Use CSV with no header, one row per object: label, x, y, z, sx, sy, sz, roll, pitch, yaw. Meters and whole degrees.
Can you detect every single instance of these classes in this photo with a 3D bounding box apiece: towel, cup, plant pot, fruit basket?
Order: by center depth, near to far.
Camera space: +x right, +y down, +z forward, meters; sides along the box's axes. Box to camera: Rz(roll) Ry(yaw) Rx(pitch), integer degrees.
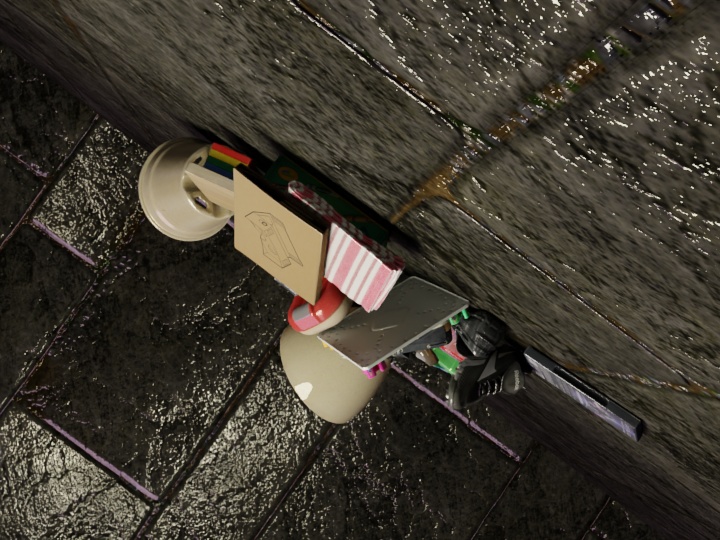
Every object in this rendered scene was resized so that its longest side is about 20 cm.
towel,-0.035,-0.033,1.471,0.199,0.030,0.147,39,150,5
cup,-0.022,0.144,1.810,0.200,0.143,0.201,40,-151,-28
plant pot,-0.294,-0.158,1.926,0.200,0.202,0.183,38,164,-22
fruit basket,0.204,0.174,2.019,0.199,0.094,0.185,35,176,-20

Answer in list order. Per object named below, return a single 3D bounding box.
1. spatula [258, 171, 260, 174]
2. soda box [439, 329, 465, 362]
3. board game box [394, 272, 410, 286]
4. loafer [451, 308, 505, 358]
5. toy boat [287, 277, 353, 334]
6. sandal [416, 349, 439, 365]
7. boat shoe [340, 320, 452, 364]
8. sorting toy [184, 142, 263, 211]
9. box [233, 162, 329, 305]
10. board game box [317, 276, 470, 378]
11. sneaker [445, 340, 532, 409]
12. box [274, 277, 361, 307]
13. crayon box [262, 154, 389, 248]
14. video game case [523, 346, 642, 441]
spatula,-0.121,-0.125,1.857,0.199,0.021,0.057,34,-172,-2
soda box,0.157,0.106,1.808,0.063,0.070,0.199,42,173,-40
board game box,0.000,0.000,1.829,0.199,0.095,0.030,36,134,29
loafer,0.174,0.102,1.639,0.068,0.071,0.201,36,176,-5
toy boat,-0.075,-0.002,1.713,0.131,0.201,0.130,40,138,-23
sandal,0.067,0.121,1.871,0.200,0.055,0.082,42,179,41
boat shoe,0.059,0.116,1.689,0.075,0.198,0.063,-79,-31,-63
sorting toy,-0.172,-0.132,1.733,0.198,0.070,0.199,24,172,8
box,-0.119,-0.049,1.499,0.163,0.021,0.201,36,152,14
board game box,0.052,0.087,1.644,0.200,0.199,0.026,26,144,63
sneaker,0.213,0.170,1.647,0.090,0.067,0.199,15,-153,33
box,-0.074,-0.003,1.942,0.200,0.050,0.200,40,-151,-28
crayon box,-0.052,-0.082,1.546,0.199,0.058,0.119,36,173,5
video game case,0.346,0.193,1.600,0.199,0.019,0.143,34,175,23
